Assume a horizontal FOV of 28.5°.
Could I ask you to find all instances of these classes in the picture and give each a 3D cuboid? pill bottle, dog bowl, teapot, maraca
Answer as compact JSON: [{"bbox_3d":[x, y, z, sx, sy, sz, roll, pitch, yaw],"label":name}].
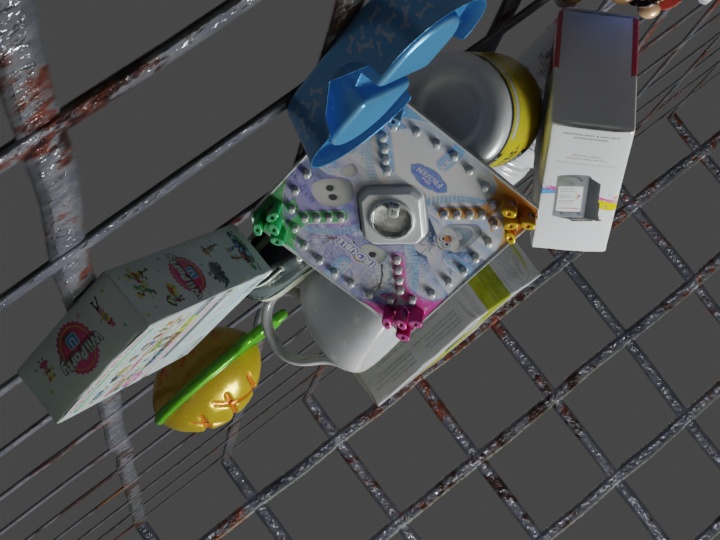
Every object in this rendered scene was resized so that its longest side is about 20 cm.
[{"bbox_3d":[0.203,-0.188,1.591,0.200,0.114,0.113,-42,172,32],"label":"pill bottle"},{"bbox_3d":[0.014,-0.159,1.088,0.111,0.050,0.200,-31,170,-46],"label":"dog bowl"},{"bbox_3d":[0.000,0.000,1.478,0.200,0.146,0.198,-44,169,-24],"label":"teapot"},{"bbox_3d":[0.113,-0.153,1.360,0.112,0.112,0.200,-41,173,21],"label":"pill bottle"},{"bbox_3d":[-0.163,0.113,1.644,0.200,0.107,0.137,-41,180,17],"label":"maraca"}]

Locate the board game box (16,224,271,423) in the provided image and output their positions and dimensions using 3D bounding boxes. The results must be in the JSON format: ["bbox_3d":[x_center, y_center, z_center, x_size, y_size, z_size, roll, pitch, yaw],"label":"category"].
[{"bbox_3d":[-0.190,0.043,1.266,0.147,0.064,0.200,-44,173,29],"label":"board game box"}]

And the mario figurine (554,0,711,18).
[{"bbox_3d":[0.268,-0.275,1.382,0.199,0.123,0.107,-22,150,-53],"label":"mario figurine"}]

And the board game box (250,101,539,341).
[{"bbox_3d":[0.029,-0.046,1.299,0.200,0.199,0.026,-43,-160,32],"label":"board game box"}]

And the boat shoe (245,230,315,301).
[{"bbox_3d":[-0.052,-0.043,1.389,0.200,0.073,0.062,-41,155,18],"label":"boat shoe"}]

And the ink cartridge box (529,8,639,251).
[{"bbox_3d":[0.220,-0.136,1.407,0.201,0.084,0.149,88,9,-57],"label":"ink cartridge box"}]

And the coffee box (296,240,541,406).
[{"bbox_3d":[0.067,0.007,1.767,0.199,0.201,0.197,-42,172,33],"label":"coffee box"}]
